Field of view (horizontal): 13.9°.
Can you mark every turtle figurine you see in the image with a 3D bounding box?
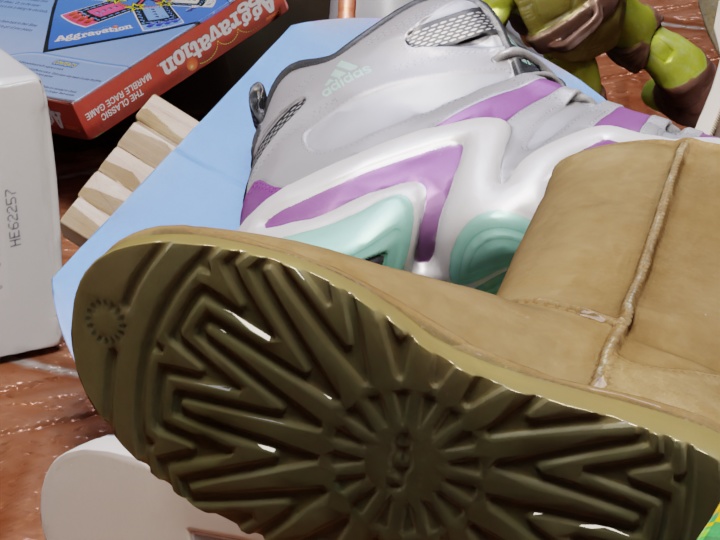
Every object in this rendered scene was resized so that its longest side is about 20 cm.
[{"bbox_3d":[0.081,-0.107,1.089,0.064,0.161,0.200,7,56,43],"label":"turtle figurine"}]

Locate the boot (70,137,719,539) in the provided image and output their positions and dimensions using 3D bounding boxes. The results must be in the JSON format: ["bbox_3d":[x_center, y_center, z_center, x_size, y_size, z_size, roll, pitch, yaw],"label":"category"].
[{"bbox_3d":[0.039,0.011,0.736,0.175,0.066,0.200,23,24,7],"label":"boot"}]

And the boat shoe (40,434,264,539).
[{"bbox_3d":[0.008,0.075,0.768,0.200,0.072,0.068,2,17,40],"label":"boat shoe"}]

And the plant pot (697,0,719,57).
[{"bbox_3d":[0.223,-0.143,1.185,0.200,0.201,0.184,5,26,21],"label":"plant pot"}]

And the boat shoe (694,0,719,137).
[{"bbox_3d":[0.147,-0.034,0.956,0.059,0.072,0.200,-13,40,26],"label":"boat shoe"}]

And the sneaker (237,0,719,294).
[{"bbox_3d":[0.059,-0.045,0.898,0.199,0.078,0.140,-3,51,2],"label":"sneaker"}]

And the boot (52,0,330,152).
[{"bbox_3d":[-0.077,-0.109,1.312,0.186,0.064,0.200,-7,17,-11],"label":"boot"}]

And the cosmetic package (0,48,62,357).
[{"bbox_3d":[-0.173,-0.041,1.065,0.074,0.102,0.200,-9,21,-21],"label":"cosmetic package"}]

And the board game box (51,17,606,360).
[{"bbox_3d":[0.005,0.007,0.937,0.158,0.039,0.200,28,57,20],"label":"board game box"}]

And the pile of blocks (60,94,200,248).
[{"bbox_3d":[0.000,0.000,1.010,0.199,0.082,0.062,8,-25,4],"label":"pile of blocks"}]

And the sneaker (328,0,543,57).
[{"bbox_3d":[0.032,-0.069,1.168,0.075,0.115,0.200,7,-13,24],"label":"sneaker"}]

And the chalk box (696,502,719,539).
[{"bbox_3d":[0.131,0.100,0.579,0.124,0.124,0.200,4,20,19],"label":"chalk box"}]

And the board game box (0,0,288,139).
[{"bbox_3d":[-0.125,-0.096,1.204,0.103,0.019,0.200,-37,27,-25],"label":"board game box"}]
